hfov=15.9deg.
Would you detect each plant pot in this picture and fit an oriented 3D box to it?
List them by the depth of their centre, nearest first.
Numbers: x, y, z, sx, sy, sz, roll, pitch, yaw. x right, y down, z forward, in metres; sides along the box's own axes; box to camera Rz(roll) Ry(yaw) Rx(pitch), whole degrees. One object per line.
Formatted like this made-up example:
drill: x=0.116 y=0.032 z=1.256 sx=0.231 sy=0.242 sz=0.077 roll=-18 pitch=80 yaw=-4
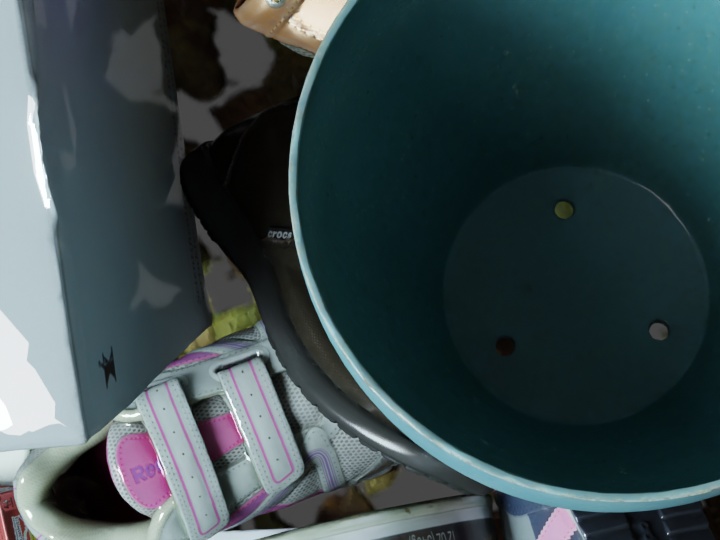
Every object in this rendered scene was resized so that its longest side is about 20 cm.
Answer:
plant pot: x=0.077 y=-0.009 z=0.844 sx=0.200 sy=0.200 sz=0.135 roll=53 pitch=169 yaw=13

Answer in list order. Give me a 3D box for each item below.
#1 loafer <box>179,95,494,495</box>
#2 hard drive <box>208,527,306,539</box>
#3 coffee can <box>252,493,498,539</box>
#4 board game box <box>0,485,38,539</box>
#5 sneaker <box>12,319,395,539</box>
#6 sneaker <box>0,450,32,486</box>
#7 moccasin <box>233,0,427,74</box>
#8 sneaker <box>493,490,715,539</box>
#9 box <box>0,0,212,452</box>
loafer: x=0.000 y=0.000 z=0.948 sx=0.071 sy=0.073 sz=0.200 roll=-47 pitch=53 yaw=13
hard drive: x=-0.056 y=0.210 z=1.071 sx=0.132 sy=0.027 sz=0.201 roll=-11 pitch=72 yaw=56
coffee can: x=0.001 y=0.196 z=0.941 sx=0.146 sy=0.146 sz=0.201 roll=-22 pitch=78 yaw=45
board game box: x=-0.148 y=0.192 z=1.115 sx=0.103 sy=0.019 sz=0.201 roll=-6 pitch=97 yaw=60
sneaker: x=-0.056 y=0.070 z=1.028 sx=0.199 sy=0.088 sz=0.082 roll=-29 pitch=86 yaw=24
sneaker: x=-0.142 y=0.039 z=1.127 sx=0.085 sy=0.075 sz=0.200 roll=51 pitch=129 yaw=26
moccasin: x=0.014 y=-0.169 z=0.862 sx=0.077 sy=0.074 sz=0.202 roll=21 pitch=105 yaw=-13
sneaker: x=0.095 y=0.133 z=0.918 sx=0.082 sy=0.070 sz=0.201 roll=113 pitch=151 yaw=-55
box: x=-0.147 y=-0.048 z=0.941 sx=0.130 sy=0.200 sz=0.200 roll=-6 pitch=99 yaw=10
